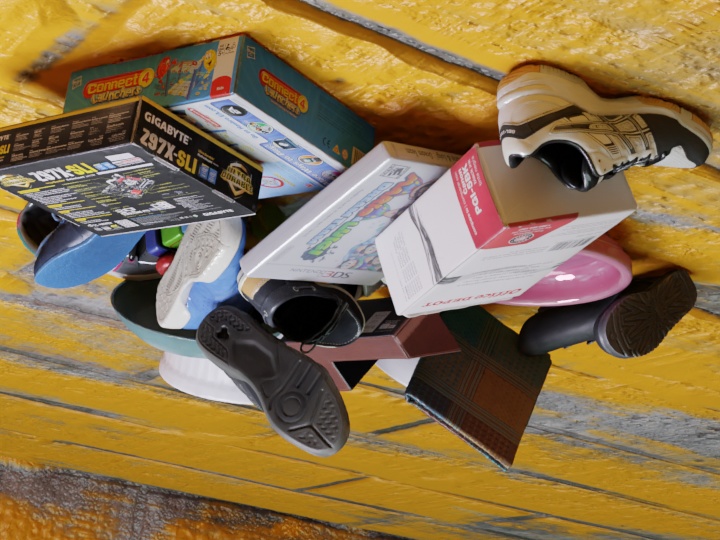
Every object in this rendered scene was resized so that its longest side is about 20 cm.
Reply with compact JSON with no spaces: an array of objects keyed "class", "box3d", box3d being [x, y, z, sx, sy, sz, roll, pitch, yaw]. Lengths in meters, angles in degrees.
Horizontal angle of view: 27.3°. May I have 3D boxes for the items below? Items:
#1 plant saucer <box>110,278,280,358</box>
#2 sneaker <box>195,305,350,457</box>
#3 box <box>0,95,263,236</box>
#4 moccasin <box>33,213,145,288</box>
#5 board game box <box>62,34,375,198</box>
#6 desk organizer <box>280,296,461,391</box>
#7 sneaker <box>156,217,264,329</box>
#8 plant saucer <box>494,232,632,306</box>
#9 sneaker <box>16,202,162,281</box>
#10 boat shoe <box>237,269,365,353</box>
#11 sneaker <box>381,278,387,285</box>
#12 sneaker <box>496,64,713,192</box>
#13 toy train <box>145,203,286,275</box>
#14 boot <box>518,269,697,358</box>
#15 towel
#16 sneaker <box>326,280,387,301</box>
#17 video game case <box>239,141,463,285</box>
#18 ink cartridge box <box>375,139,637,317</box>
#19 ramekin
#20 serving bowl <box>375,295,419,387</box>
[{"class":"plant saucer","box3d":[-0.173,0.051,1.615,0.200,0.036,0.200,7,-159,-3]},{"class":"sneaker","box3d":[-0.068,0.117,1.449,0.199,0.076,0.114,36,177,33]},{"class":"box","box3d":[-0.210,-0.086,1.292,0.200,0.049,0.160,-7,155,37]},{"class":"moccasin","box3d":[-0.260,-0.050,1.498,0.200,0.068,0.080,-33,148,31]},{"class":"board game box","box3d":[-0.122,-0.126,1.306,0.196,0.056,0.200,-5,159,34]},{"class":"desk organizer","box3d":[0.008,0.082,1.621,0.200,0.072,0.077,-7,123,50]},{"class":"sneaker","box3d":[-0.124,0.002,1.480,0.111,0.077,0.200,5,147,-24]},{"class":"plant saucer","box3d":[0.181,-0.014,1.537,0.200,0.051,0.201,3,163,1]},{"class":"sneaker","box3d":[-0.282,-0.041,1.593,0.200,0.084,0.121,5,172,9]},{"class":"boat shoe","box3d":[-0.051,0.044,1.472,0.075,0.062,0.200,-43,147,7]},{"class":"sneaker","box3d":[0.043,-0.037,1.498,0.085,0.077,0.200,-14,157,27]},{"class":"sneaker","box3d":[0.199,-0.100,1.219,0.200,0.088,0.076,12,160,-19]},{"class":"toy train","box3d":[-0.122,-0.034,1.576,0.116,0.085,0.200,-27,149,33]},{"class":"boot","box3d":[0.248,0.061,1.637,0.165,0.066,0.200,-24,-172,-41]},{"class":"towel","box3d":[0.133,0.120,1.658,0.147,0.200,0.022,36,129,-5]},{"class":"sneaker","box3d":[0.000,0.000,1.589,0.076,0.092,0.200,-5,160,30]},{"class":"video game case","box3d":[0.016,-0.047,1.365,0.200,0.024,0.182,-38,153,33]},{"class":"ink cartridge box","box3d":[0.123,-0.041,1.316,0.147,0.083,0.200,-9,162,-31]},{"class":"ramekin","box3d":[-0.136,0.081,1.760,0.200,0.098,0.200,6,-165,-2]},{"class":"serving bowl","box3d":[0.095,0.085,1.753,0.200,0.066,0.200,24,-160,-9]}]
